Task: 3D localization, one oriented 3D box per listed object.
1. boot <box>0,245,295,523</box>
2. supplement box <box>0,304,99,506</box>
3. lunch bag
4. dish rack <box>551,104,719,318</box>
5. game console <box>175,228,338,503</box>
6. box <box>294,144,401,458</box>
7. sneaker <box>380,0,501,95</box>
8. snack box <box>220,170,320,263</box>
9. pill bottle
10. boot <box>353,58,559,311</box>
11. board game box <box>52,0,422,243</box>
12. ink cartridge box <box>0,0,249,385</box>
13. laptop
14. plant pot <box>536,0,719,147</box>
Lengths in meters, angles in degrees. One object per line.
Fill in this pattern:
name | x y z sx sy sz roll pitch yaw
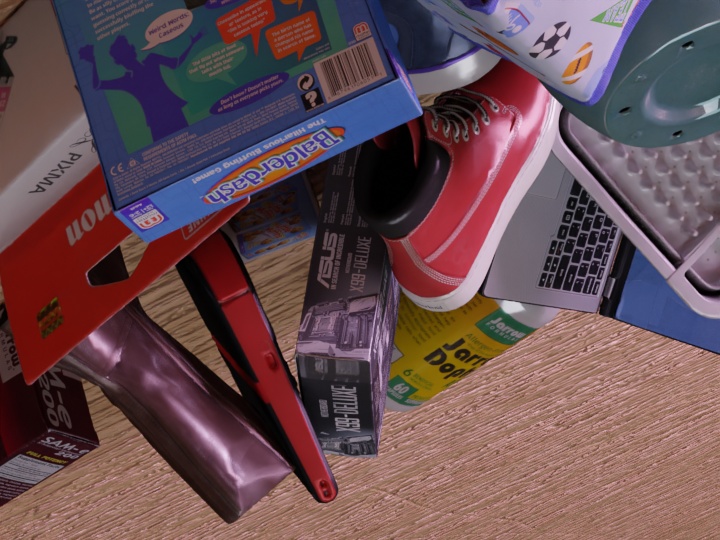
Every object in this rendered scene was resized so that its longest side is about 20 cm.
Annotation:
boot | -0.120 0.049 1.214 0.200 0.187 0.064 39 119 -14
supplement box | -0.288 0.118 1.395 0.199 0.110 0.061 -32 151 21
lunch bag | 0.096 -0.208 0.952 0.201 0.123 0.170 -59 156 4
dish rack | 0.226 -0.089 1.289 0.172 0.044 0.200 -45 107 -1
game console | -0.072 0.050 1.272 0.031 0.178 0.200 -28 -166 -7
box | 0.000 0.000 1.271 0.049 0.202 0.158 7 154 6
sneaker | -0.025 -0.166 1.101 0.198 0.081 0.147 -4 130 31
snack box | -0.073 -0.064 1.294 0.071 0.024 0.200 -21 154 -1
pill bottle | 0.079 0.011 1.445 0.199 0.114 0.112 -34 151 26
boot | 0.059 -0.093 1.175 0.072 0.202 0.144 12 158 25
board game box | -0.073 -0.135 0.960 0.151 0.202 0.045 -23 155 9
ink cartridge box | -0.159 -0.062 1.066 0.043 0.175 0.200 13 139 -46
laptop | 0.207 -0.046 1.322 0.199 0.115 0.189 9 101 -44
plant pot | 0.168 -0.169 1.109 0.199 0.162 0.201 -17 154 -8
